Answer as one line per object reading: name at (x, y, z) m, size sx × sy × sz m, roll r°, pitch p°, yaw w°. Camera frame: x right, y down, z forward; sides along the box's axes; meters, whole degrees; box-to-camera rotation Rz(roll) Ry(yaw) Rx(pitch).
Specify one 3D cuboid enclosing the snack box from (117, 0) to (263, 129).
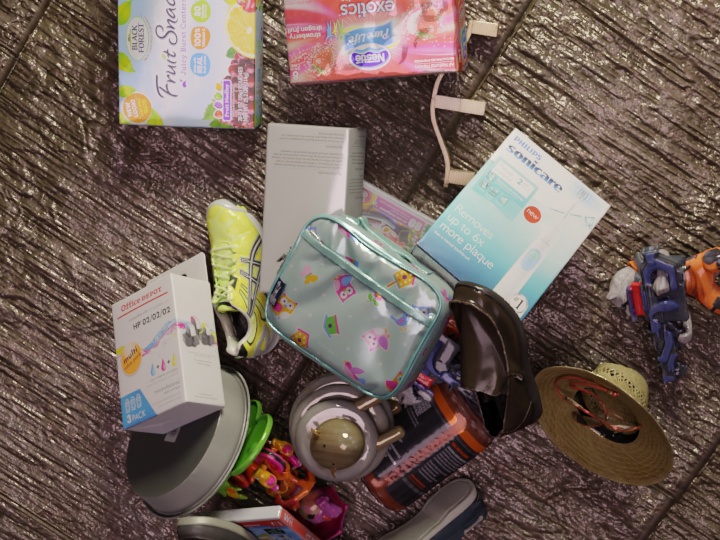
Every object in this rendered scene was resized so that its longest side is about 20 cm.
snack box at (-0.202, -0.273, 1.364) m, size 0.167 × 0.068 × 0.202 m, roll 3°, pitch 100°, yaw 4°

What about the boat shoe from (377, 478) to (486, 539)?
boat shoe at (0.076, 0.345, 1.439) m, size 0.200 × 0.075 × 0.062 m, roll -39°, pitch 114°, yaw -20°

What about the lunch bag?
lunch bag at (-0.003, 0.032, 1.272) m, size 0.199 × 0.077 × 0.161 m, roll 33°, pitch 108°, yaw 14°

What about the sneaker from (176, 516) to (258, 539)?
sneaker at (-0.158, 0.375, 1.365) m, size 0.074 × 0.107 × 0.200 m, roll -10°, pitch 139°, yaw 29°

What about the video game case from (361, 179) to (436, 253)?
video game case at (0.000, 0.000, 1.426) m, size 0.142 × 0.018 × 0.201 m, roll 29°, pitch 102°, yaw -2°

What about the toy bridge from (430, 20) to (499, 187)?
toy bridge at (0.118, -0.199, 1.373) m, size 0.067 × 0.027 × 0.202 m, roll 10°, pitch 102°, yaw 5°

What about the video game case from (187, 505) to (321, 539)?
video game case at (-0.104, 0.348, 1.420) m, size 0.142 × 0.018 × 0.200 m, roll -11°, pitch 138°, yaw 30°

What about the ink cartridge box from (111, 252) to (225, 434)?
ink cartridge box at (-0.235, 0.082, 1.372) m, size 0.115 × 0.068 × 0.202 m, roll -25°, pitch 64°, yaw 33°

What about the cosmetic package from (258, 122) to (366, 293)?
cosmetic package at (-0.057, -0.072, 1.367) m, size 0.107 × 0.085 × 0.202 m, roll 6°, pitch 98°, yaw 14°

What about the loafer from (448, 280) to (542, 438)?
loafer at (0.142, 0.103, 1.240) m, size 0.071 × 0.073 × 0.201 m, roll -41°, pitch 119°, yaw -30°

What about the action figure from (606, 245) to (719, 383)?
action figure at (0.393, 0.033, 1.373) m, size 0.192 × 0.105 × 0.201 m, roll 0°, pitch 127°, yaw 12°

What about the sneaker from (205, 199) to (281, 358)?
sneaker at (-0.149, 0.012, 1.402) m, size 0.075 × 0.076 × 0.202 m, roll -12°, pitch 98°, yaw 30°

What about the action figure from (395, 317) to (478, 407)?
action figure at (0.115, 0.091, 1.361) m, size 0.200 × 0.105 × 0.194 m, roll 42°, pitch 82°, yaw -2°

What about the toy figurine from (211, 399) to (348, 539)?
toy figurine at (-0.090, 0.269, 1.418) m, size 0.184 × 0.200 × 0.151 m, roll 36°, pitch 60°, yaw -15°

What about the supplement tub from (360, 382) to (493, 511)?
supplement tub at (0.092, 0.201, 1.412) m, size 0.199 × 0.107 × 0.107 m, roll -37°, pitch 96°, yaw 10°

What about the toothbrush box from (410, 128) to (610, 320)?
toothbrush box at (0.167, -0.038, 1.317) m, size 0.146 × 0.085 × 0.200 m, roll 41°, pitch 66°, yaw 5°

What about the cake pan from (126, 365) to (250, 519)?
cake pan at (-0.216, 0.201, 1.396) m, size 0.200 × 0.201 × 0.037 m, roll -46°, pitch 128°, yaw 11°

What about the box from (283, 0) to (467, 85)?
box at (0.019, -0.271, 1.320) m, size 0.198 × 0.095 × 0.104 m, roll -1°, pitch 100°, yaw 13°

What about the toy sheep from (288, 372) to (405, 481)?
toy sheep at (-0.020, 0.180, 1.348) m, size 0.136 × 0.200 × 0.139 m, roll 0°, pitch 98°, yaw 2°

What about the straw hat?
straw hat at (0.309, 0.162, 1.395) m, size 0.201 × 0.201 × 0.085 m, roll 43°, pitch 58°, yaw -4°
